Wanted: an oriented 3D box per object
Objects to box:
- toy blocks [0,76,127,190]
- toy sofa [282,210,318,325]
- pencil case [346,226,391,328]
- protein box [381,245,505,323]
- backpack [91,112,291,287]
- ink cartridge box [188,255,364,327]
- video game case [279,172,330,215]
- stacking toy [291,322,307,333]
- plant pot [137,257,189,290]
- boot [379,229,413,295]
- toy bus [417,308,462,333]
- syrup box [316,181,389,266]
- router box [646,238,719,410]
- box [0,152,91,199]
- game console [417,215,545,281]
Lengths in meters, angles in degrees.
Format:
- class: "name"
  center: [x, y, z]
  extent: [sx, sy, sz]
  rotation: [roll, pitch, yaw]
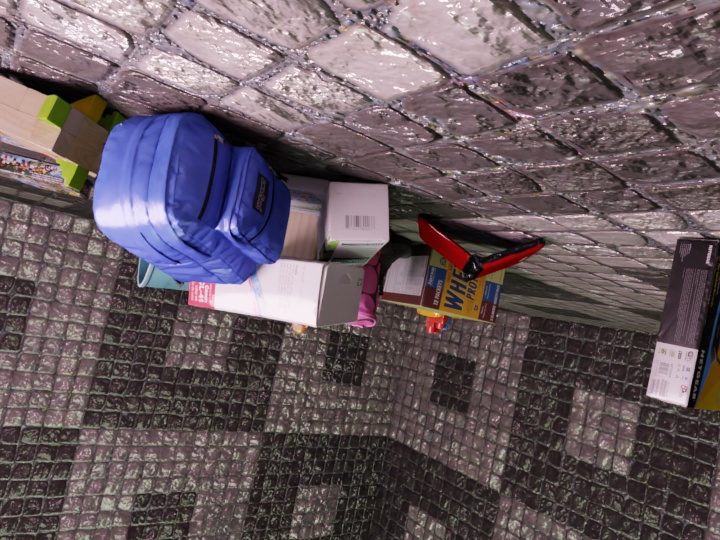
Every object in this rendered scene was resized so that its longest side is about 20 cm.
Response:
- class: "toy blocks"
  center: [-0.358, -0.161, 0.597]
  extent: [0.136, 0.100, 0.200]
  rotation: [23, 175, 2]
- class: "toy sofa"
  center: [-0.091, -0.012, 0.902]
  extent: [0.097, 0.201, 0.083]
  rotation: [1, 145, 8]
- class: "pencil case"
  center: [0.000, 0.000, 0.901]
  extent: [0.090, 0.201, 0.094]
  rotation: [7, 155, 2]
- class: "protein box"
  center: [0.188, 0.030, 1.223]
  extent: [0.198, 0.136, 0.200]
  rotation: [14, 176, -22]
- class: "backpack"
  center: [-0.182, -0.086, 0.595]
  extent: [0.167, 0.163, 0.200]
  rotation: [-5, 160, 17]
- class: "ink cartridge box"
  center: [-0.114, 0.020, 0.734]
  extent: [0.199, 0.086, 0.148]
  rotation: [9, -179, 21]
- class: "video game case"
  center: [-0.117, -0.120, 0.827]
  extent: [0.199, 0.024, 0.182]
  rotation: [11, 175, 15]
- class: "stacking toy"
  center: [-0.119, 0.041, 1.158]
  extent: [0.116, 0.201, 0.110]
  rotation: [11, 176, 29]
- class: "plant pot"
  center: [-0.254, -0.052, 0.884]
  extent: [0.187, 0.201, 0.200]
  rotation: [14, 175, -28]
- class: "boot"
  center: [0.046, -0.011, 1.085]
  extent: [0.070, 0.132, 0.200]
  rotation: [8, 175, 29]
- class: "toy bus"
  center: [0.220, 0.085, 1.502]
  extent: [0.135, 0.193, 0.200]
  rotation: [10, 174, 37]
- class: "syrup box"
  center: [-0.017, -0.059, 0.758]
  extent: [0.078, 0.082, 0.200]
  rotation: [1, 170, -10]
- class: "router box"
  center: [0.437, 0.072, 0.668]
  extent: [0.149, 0.201, 0.051]
  rotation: [14, 178, -39]
- class: "box"
  center: [-0.688, -0.205, 1.159]
  extent: [0.136, 0.038, 0.200]
  rotation: [13, 176, -18]
- class: "game console"
  center: [0.199, -0.052, 0.902]
  extent: [0.172, 0.119, 0.200]
  rotation: [-20, 172, 5]
